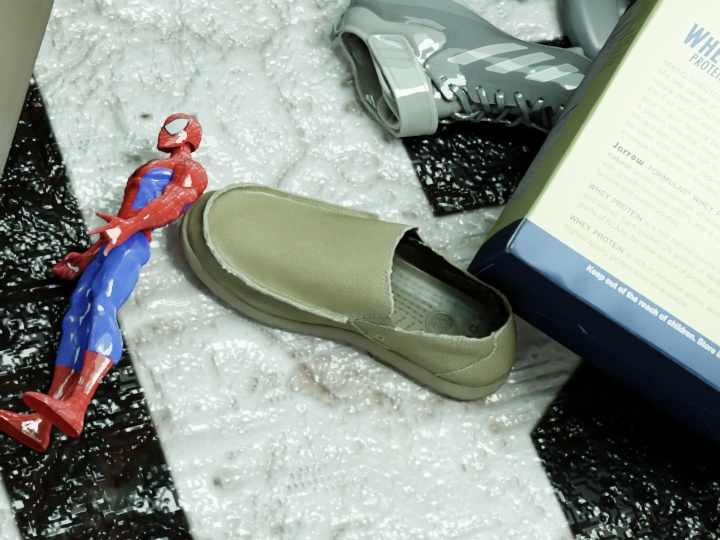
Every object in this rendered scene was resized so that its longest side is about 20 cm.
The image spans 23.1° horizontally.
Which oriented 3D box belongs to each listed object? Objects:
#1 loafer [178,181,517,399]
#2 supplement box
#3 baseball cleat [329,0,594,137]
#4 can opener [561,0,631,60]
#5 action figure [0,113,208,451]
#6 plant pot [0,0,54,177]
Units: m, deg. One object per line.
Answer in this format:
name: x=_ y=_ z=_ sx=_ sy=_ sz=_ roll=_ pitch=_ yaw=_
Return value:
loafer: x=0.000 y=0.000 z=0.945 sx=0.198 sy=0.068 sz=0.077 roll=22 pitch=56 yaw=-6
supplement box: x=0.196 y=-0.033 z=0.945 sx=0.199 sy=0.134 sz=0.201 roll=33 pitch=81 yaw=-3
baseball cleat: x=0.074 y=-0.102 z=1.041 sx=0.199 sy=0.070 sz=0.107 roll=30 pitch=63 yaw=11
can opener: x=0.158 y=-0.225 z=1.142 sx=0.066 sy=0.053 sz=0.202 roll=4 pitch=60 yaw=-16
action figure: x=-0.127 y=-0.005 z=0.906 sx=0.052 sy=0.065 sz=0.201 roll=37 pitch=55 yaw=-16
plant pot: x=-0.239 y=-0.120 z=0.875 sx=0.198 sy=0.200 sz=0.175 roll=4 pitch=75 yaw=-17
